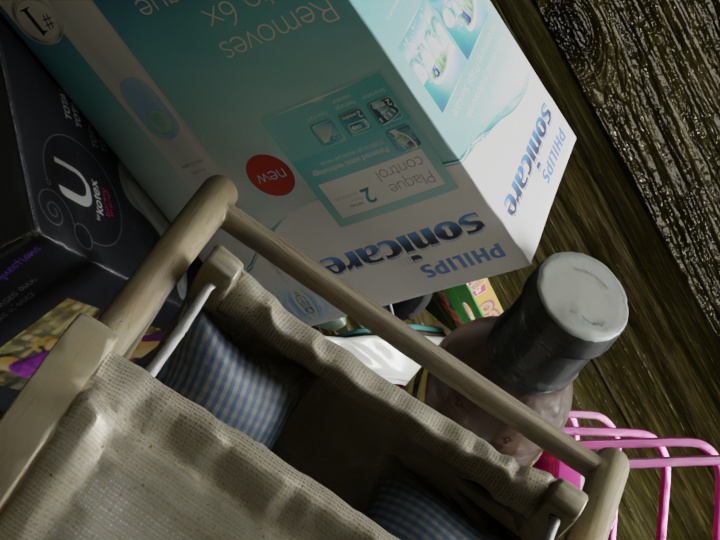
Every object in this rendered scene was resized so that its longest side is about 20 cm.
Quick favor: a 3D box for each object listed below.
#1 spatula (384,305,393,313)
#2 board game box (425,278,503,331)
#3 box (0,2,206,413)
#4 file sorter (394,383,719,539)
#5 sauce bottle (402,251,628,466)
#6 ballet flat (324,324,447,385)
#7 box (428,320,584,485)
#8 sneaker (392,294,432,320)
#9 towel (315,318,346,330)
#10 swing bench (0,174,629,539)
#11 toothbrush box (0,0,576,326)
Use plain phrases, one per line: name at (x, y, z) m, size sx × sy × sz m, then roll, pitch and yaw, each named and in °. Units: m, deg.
spatula at (0.000, 0.000, 0.821) m, size 0.200 × 0.021 × 0.056 m, roll 47°, pitch -8°, yaw -10°
board game box at (0.029, -0.015, 1.010) m, size 0.200 × 0.030 × 0.096 m, roll 44°, pitch -12°, yaw 47°
box at (-0.127, -0.010, 0.703) m, size 0.200 × 0.105 × 0.123 m, roll 34°, pitch 33°, yaw -56°
file sorter at (0.099, 0.140, 0.802) m, size 0.200 × 0.124 × 0.141 m, roll -168°, pitch -100°, yaw -67°
sauce bottle at (0.049, 0.061, 0.685) m, size 0.064 × 0.200 × 0.065 m, roll 13°, pitch 52°, yaw -18°
ballet flat at (-0.020, 0.064, 0.936) m, size 0.199 × 0.069 × 0.070 m, roll 6°, pitch 56°, yaw -47°
box at (0.059, 0.142, 1.010) m, size 0.153 × 0.106 × 0.200 m, roll 57°, pitch 19°, yaw -15°
sneaker at (-0.046, -0.038, 0.929) m, size 0.200 × 0.070 × 0.090 m, roll 42°, pitch 18°, yaw 25°
towel at (-0.099, -0.056, 0.871) m, size 0.201 × 0.023 × 0.152 m, roll 54°, pitch -16°, yaw -27°
swing bench at (-0.025, 0.097, 0.548) m, size 0.198 × 0.130 × 0.200 m, roll 33°, pitch 22°, yaw -2°
toothbrush box at (-0.028, -0.082, 0.647) m, size 0.201 × 0.145 × 0.086 m, roll 53°, pitch 41°, yaw -28°
